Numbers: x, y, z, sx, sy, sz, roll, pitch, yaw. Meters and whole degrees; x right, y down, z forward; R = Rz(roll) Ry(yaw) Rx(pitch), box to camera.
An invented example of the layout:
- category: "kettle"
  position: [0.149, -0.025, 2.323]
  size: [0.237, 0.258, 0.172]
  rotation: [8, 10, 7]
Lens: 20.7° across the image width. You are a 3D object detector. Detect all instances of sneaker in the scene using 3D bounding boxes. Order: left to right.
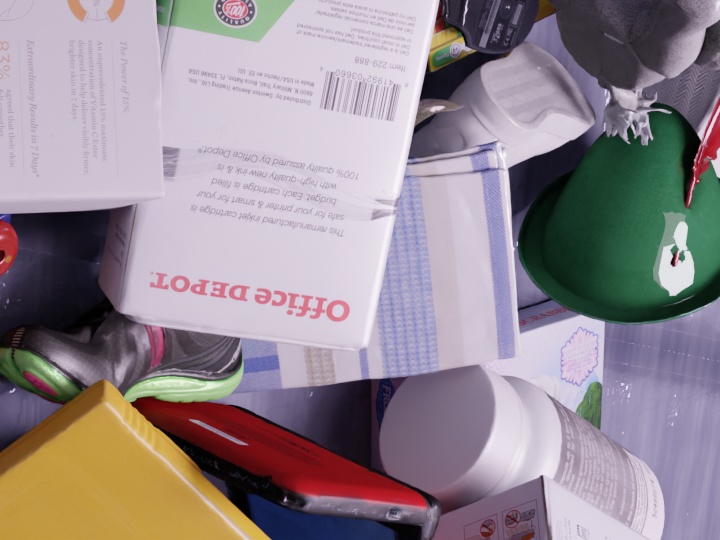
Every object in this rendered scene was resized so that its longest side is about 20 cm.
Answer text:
- category: "sneaker"
  position: [-0.138, 0.034, 1.137]
  size: [0.200, 0.076, 0.084]
  rotation: [-5, 109, -60]
- category: "sneaker"
  position: [0.080, -0.088, 1.314]
  size: [0.115, 0.074, 0.200]
  rotation: [-41, 170, 24]
- category: "sneaker"
  position: [0.261, -0.100, 1.486]
  size: [0.115, 0.074, 0.201]
  rotation: [0, 111, -46]

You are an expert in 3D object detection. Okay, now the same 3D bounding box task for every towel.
- category: "towel"
  position: [0.000, 0.000, 1.221]
  size: [0.199, 0.024, 0.148]
  rotation: [-8, 113, 1]

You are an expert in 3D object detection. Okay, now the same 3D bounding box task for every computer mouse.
- category: "computer mouse"
  position: [0.045, -0.175, 1.187]
  size: [0.200, 0.034, 0.059]
  rotation: [15, 97, -54]

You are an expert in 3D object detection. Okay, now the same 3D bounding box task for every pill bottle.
- category: "pill bottle"
  position: [0.108, 0.139, 1.320]
  size: [0.200, 0.113, 0.114]
  rotation: [35, 78, -43]

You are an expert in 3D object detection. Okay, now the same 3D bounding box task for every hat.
- category: "hat"
  position: [0.194, -0.092, 1.327]
  size: [0.200, 0.165, 0.177]
  rotation: [-52, 150, -39]

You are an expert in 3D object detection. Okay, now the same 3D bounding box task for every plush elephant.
- category: "plush elephant"
  position: [0.207, -0.192, 1.265]
  size: [0.155, 0.164, 0.200]
  rotation: [-45, 147, -20]

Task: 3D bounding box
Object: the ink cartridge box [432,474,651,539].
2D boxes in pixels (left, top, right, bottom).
- category: "ink cartridge box"
  position: [0.091, 0.227, 1.273]
  size: [0.175, 0.199, 0.084]
  rotation: [32, 44, -41]

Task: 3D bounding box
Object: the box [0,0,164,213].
- category: "box"
  position: [-0.205, -0.091, 0.965]
  size: [0.199, 0.097, 0.125]
  rotation: [-2, 88, -22]

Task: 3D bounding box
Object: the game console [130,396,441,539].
- category: "game console"
  position: [-0.053, 0.158, 1.172]
  size: [0.172, 0.199, 0.119]
  rotation: [12, 94, -44]

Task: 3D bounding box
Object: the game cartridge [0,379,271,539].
- category: "game cartridge"
  position: [-0.145, 0.175, 1.114]
  size: [0.176, 0.032, 0.200]
  rotation: [-35, 117, 13]

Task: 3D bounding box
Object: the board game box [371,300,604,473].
- category: "board game box"
  position: [0.093, 0.136, 1.413]
  size: [0.199, 0.041, 0.201]
  rotation: [-16, 113, -39]

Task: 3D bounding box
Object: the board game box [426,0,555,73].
- category: "board game box"
  position: [0.087, -0.242, 1.282]
  size: [0.199, 0.057, 0.166]
  rotation: [-29, 123, -34]

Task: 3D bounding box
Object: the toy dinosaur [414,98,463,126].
- category: "toy dinosaur"
  position: [-0.041, -0.073, 1.159]
  size: [0.199, 0.077, 0.103]
  rotation: [-9, 107, -15]

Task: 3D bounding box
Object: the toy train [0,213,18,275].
- category: "toy train"
  position: [-0.218, 0.007, 1.067]
  size: [0.200, 0.084, 0.116]
  rotation: [-35, 141, -39]

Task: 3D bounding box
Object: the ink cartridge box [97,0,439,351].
- category: "ink cartridge box"
  position: [-0.053, -0.069, 1.071]
  size: [0.145, 0.084, 0.201]
  rotation: [9, 99, -18]
